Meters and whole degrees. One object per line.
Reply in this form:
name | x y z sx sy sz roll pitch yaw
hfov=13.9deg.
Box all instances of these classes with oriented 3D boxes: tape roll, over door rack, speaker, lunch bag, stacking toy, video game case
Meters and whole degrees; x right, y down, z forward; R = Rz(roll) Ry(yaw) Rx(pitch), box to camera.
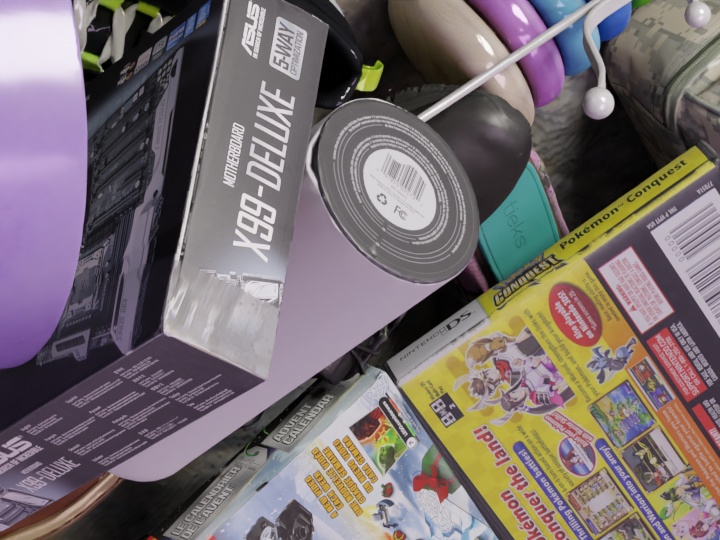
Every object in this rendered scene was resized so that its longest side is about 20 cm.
tape roll | -0.178 -0.058 1.095 0.085 0.200 0.200 -5 121 -29
over door rack | 0.055 -0.120 1.170 0.200 0.067 0.148 -25 136 -18
speaker | -0.044 0.012 1.183 0.081 0.081 0.200 12 147 -36
lunch bag | 0.231 -0.049 1.368 0.139 0.168 0.200 -37 131 -6
stacking toy | 0.111 -0.148 1.297 0.200 0.085 0.085 -40 131 -10
video game case | 0.132 0.066 1.353 0.181 0.026 0.200 -35 120 2

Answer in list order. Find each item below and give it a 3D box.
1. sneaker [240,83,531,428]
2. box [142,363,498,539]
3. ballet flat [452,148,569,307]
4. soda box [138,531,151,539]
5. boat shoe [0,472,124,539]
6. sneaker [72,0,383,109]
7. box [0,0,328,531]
sneaker | 0.000 0.000 1.271 0.076 0.091 0.200 32 123 -28
box | 0.002 0.156 1.312 0.137 0.040 0.200 -42 119 -16
ballet flat | 0.075 0.015 1.376 0.069 0.071 0.200 -33 121 -14
soda box | -0.028 0.125 1.356 0.200 0.071 0.063 -31 111 -24
boat shoe | -0.165 0.083 1.276 0.200 0.072 0.068 -36 133 -3
sneaker | -0.079 -0.103 1.202 0.200 0.083 0.072 3 117 -33
box | -0.097 -0.002 1.145 0.050 0.158 0.200 26 147 -27
